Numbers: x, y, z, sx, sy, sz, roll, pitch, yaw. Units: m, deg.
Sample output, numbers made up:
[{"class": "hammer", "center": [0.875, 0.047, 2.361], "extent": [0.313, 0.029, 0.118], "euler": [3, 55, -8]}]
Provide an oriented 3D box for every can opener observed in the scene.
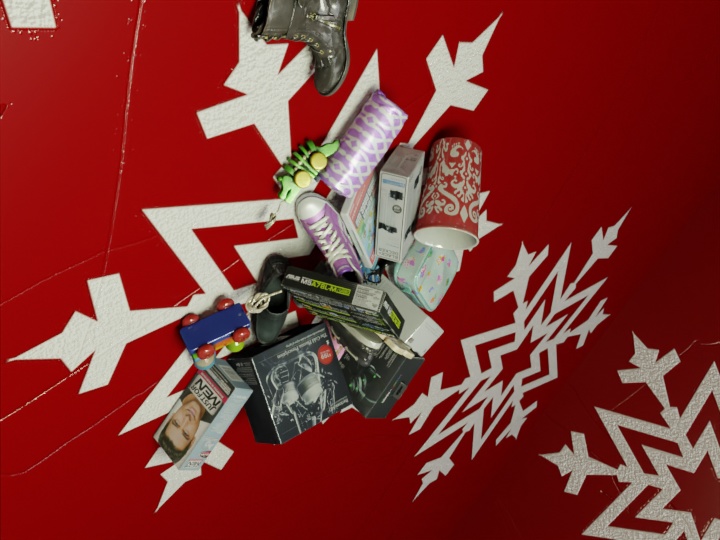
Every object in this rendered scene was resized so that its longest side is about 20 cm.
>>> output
[{"class": "can opener", "center": [-0.073, -0.010, 1.640], "extent": [0.052, 0.067, 0.201], "euler": [-3, 133, -54]}]

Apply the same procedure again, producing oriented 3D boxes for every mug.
[{"class": "mug", "center": [0.171, -0.157, 1.685], "extent": [0.133, 0.176, 0.203], "euler": [23, 69, -43]}]

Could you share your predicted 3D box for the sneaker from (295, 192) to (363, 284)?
[{"class": "sneaker", "center": [-0.048, -0.048, 1.511], "extent": [0.072, 0.115, 0.201], "euler": [-32, 118, 5]}]

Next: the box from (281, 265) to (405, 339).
[{"class": "box", "center": [-0.028, 0.062, 1.528], "extent": [0.193, 0.197, 0.048], "euler": [49, 58, -67]}]

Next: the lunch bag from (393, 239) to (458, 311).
[{"class": "lunch bag", "center": [0.149, -0.002, 1.882], "extent": [0.162, 0.076, 0.200], "euler": [-58, 149, -13]}]

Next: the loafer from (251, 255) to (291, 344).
[{"class": "loafer", "center": [-0.170, 0.067, 1.562], "extent": [0.067, 0.071, 0.203], "euler": [5, 124, -15]}]

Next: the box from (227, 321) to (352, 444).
[{"class": "box", "center": [-0.141, 0.227, 1.660], "extent": [0.199, 0.103, 0.185], "euler": [-24, 99, -38]}]

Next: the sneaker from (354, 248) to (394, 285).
[{"class": "sneaker", "center": [0.000, 0.000, 1.704], "extent": [0.199, 0.090, 0.079], "euler": [-39, 147, -14]}]

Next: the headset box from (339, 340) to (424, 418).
[{"class": "headset box", "center": [0.025, 0.215, 1.859], "extent": [0.092, 0.200, 0.175], "euler": [16, 110, -56]}]

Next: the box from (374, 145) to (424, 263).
[{"class": "box", "center": [0.078, -0.131, 1.633], "extent": [0.117, 0.059, 0.202], "euler": [-59, 157, -49]}]

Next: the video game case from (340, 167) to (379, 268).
[{"class": "video game case", "center": [0.015, -0.116, 1.612], "extent": [0.201, 0.017, 0.145], "euler": [64, 41, -57]}]

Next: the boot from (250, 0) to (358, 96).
[{"class": "boot", "center": [-0.094, -0.361, 1.237], "extent": [0.173, 0.069, 0.202], "euler": [-15, 127, -40]}]

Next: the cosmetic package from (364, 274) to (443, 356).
[{"class": "cosmetic package", "center": [0.078, 0.087, 1.790], "extent": [0.081, 0.200, 0.113], "euler": [-49, 149, 0]}]

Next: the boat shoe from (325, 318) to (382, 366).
[{"class": "boat shoe", "center": [-0.030, 0.125, 1.666], "extent": [0.073, 0.199, 0.061], "euler": [15, 106, -44]}]

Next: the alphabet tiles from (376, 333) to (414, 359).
[{"class": "alphabet tiles", "center": [0.032, 0.118, 1.764], "extent": [0.015, 0.200, 0.195], "euler": [-49, 150, 5]}]

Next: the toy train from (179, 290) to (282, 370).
[{"class": "toy train", "center": [-0.231, 0.111, 1.515], "extent": [0.198, 0.085, 0.116], "euler": [-25, 154, -18]}]

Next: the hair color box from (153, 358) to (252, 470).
[{"class": "hair color box", "center": [-0.309, 0.281, 1.594], "extent": [0.201, 0.099, 0.060], "euler": [-55, 149, 8]}]

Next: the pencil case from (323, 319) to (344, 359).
[{"class": "pencil case", "center": [-0.082, 0.189, 1.796], "extent": [0.201, 0.086, 0.083], "euler": [-58, -176, 9]}]

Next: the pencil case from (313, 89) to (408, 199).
[{"class": "pencil case", "center": [0.001, -0.225, 1.472], "extent": [0.084, 0.086, 0.201], "euler": [34, 97, -34]}]

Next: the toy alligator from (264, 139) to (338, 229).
[{"class": "toy alligator", "center": [-0.118, -0.164, 1.421], "extent": [0.054, 0.059, 0.200], "euler": [41, 89, -17]}]
